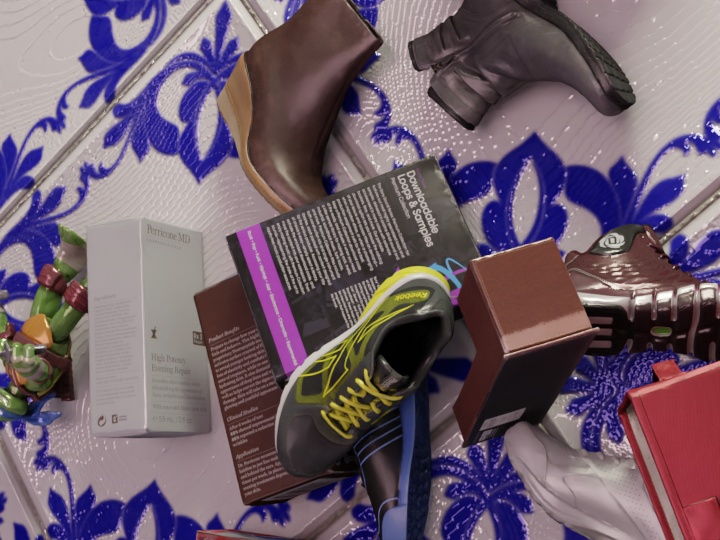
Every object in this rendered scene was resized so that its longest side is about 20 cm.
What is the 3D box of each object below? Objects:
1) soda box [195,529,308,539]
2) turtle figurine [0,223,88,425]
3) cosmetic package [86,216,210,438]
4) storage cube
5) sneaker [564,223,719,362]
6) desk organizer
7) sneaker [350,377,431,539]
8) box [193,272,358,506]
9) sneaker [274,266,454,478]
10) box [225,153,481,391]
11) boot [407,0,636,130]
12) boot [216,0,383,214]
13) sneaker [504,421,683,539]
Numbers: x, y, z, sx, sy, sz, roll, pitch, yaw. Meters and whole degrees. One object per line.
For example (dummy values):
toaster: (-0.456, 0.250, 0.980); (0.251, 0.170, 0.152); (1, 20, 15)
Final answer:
soda box: (-0.050, 0.270, 1.064); (0.198, 0.063, 0.071); (0, 82, 30)
turtle figurine: (-0.337, 0.041, 1.202); (0.199, 0.144, 0.195); (37, 80, -13)
cosmetic package: (-0.201, 0.057, 1.163); (0.073, 0.101, 0.202); (-8, 80, 27)
storage cube: (0.284, 0.137, 0.800); (0.178, 0.171, 0.202); (-20, 77, 6)
sneaker: (0.247, 0.008, 0.935); (0.198, 0.076, 0.116); (5, 44, 6)
desk organizer: (0.111, 0.059, 0.927); (0.071, 0.200, 0.078); (-15, 67, -11)
sneaker: (0.015, 0.140, 1.041); (0.077, 0.070, 0.202); (-5, 71, 19)
box: (-0.073, 0.100, 1.099); (0.100, 0.075, 0.202); (-23, 73, 25)
sneaker: (0.000, 0.084, 0.960); (0.074, 0.085, 0.201); (34, 98, -14)
box: (0.000, 0.000, 1.043); (0.199, 0.036, 0.144); (-22, 64, 0)
boot: (0.133, -0.163, 1.032); (0.132, 0.070, 0.201); (-46, 52, 17)
boot: (-0.041, -0.152, 1.119); (0.166, 0.072, 0.201); (-43, 61, 20)
sneaker: (0.203, 0.169, 0.939); (0.200, 0.078, 0.100); (38, 94, 20)
